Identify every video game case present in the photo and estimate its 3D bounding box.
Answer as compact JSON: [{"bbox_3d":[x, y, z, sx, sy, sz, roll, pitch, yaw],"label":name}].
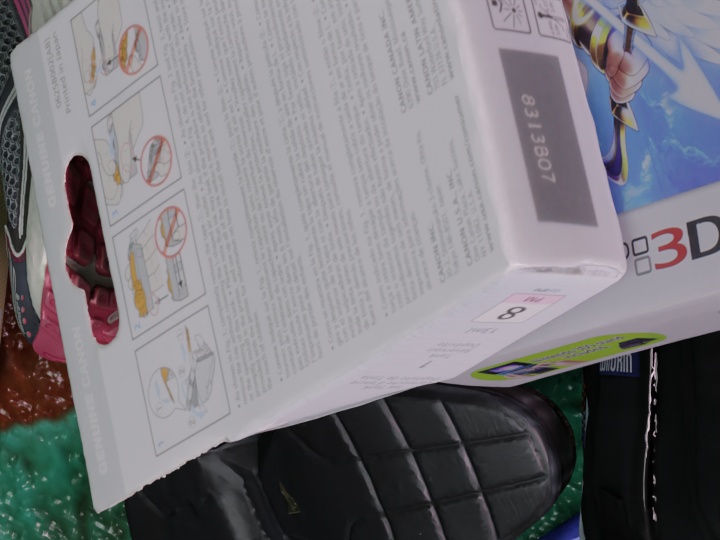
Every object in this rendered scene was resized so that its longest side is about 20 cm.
[{"bbox_3d":[0.080,-0.083,0.730,0.181,0.045,0.201,-18,73,45],"label":"video game case"}]

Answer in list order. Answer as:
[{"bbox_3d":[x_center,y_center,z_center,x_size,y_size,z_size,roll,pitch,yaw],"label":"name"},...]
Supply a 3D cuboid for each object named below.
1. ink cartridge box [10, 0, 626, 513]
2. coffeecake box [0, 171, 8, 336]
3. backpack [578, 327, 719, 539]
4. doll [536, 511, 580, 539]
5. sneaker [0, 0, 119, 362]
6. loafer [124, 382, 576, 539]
[{"bbox_3d":[-0.020,-0.036,0.774,0.200,0.057,0.163,-35,61,48],"label":"ink cartridge box"},{"bbox_3d":[-0.234,-0.024,1.000,0.200,0.073,0.154,22,126,15],"label":"coffeecake box"},{"bbox_3d":[0.144,-0.007,0.794,0.177,0.150,0.201,-4,92,63],"label":"backpack"},{"bbox_3d":[0.055,0.135,0.949,0.200,0.048,0.137,-33,91,22],"label":"doll"},{"bbox_3d":[-0.100,-0.057,0.910,0.075,0.081,0.201,-20,56,26],"label":"sneaker"},{"bbox_3d":[0.003,0.066,0.911,0.200,0.072,0.073,-13,99,46],"label":"loafer"}]
